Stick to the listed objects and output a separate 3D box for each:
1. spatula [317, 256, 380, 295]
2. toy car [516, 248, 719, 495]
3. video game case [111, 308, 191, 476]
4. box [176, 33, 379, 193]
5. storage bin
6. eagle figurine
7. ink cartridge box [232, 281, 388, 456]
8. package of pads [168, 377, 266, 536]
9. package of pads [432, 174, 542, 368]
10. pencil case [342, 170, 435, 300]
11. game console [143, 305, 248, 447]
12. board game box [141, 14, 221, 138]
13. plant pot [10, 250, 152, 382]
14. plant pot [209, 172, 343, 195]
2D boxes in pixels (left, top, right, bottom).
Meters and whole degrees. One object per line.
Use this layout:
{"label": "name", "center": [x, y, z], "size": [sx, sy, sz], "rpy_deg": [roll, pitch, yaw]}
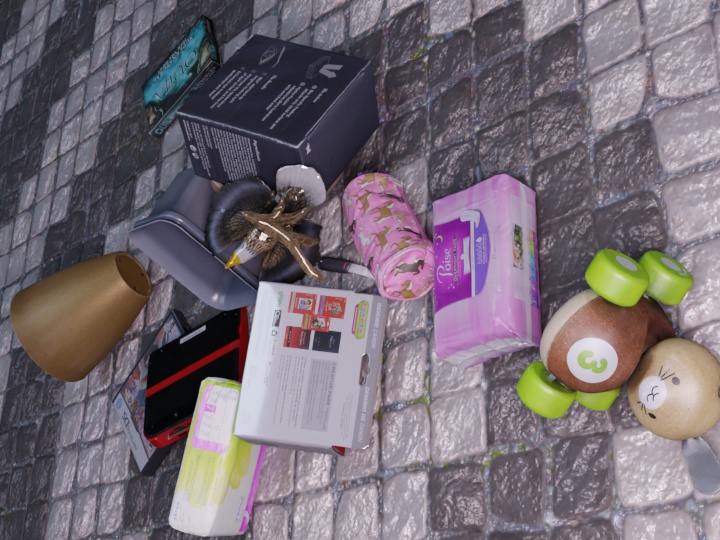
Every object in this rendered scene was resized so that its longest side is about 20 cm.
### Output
{"label": "spatula", "center": [0.000, 0.000, 1.416], "size": [0.199, 0.020, 0.057], "rpy_deg": [13, 77, 51]}
{"label": "toy car", "center": [0.275, 0.104, 0.973], "size": [0.200, 0.157, 0.165], "rpy_deg": [47, 121, 35]}
{"label": "video game case", "center": [-0.317, 0.192, 1.685], "size": [0.201, 0.025, 0.181], "rpy_deg": [-55, 41, 15]}
{"label": "box", "center": [-0.108, -0.206, 1.442], "size": [0.198, 0.118, 0.197], "rpy_deg": [18, 51, 25]}
{"label": "storage bin", "center": [-0.213, -0.059, 1.551], "size": [0.145, 0.200, 0.135], "rpy_deg": [-14, 45, 45]}
{"label": "eagle figurine", "center": [-0.123, -0.049, 1.380], "size": [0.200, 0.149, 0.154], "rpy_deg": [173, 88, -79]}
{"label": "ink cartridge box", "center": [-0.054, 0.128, 1.348], "size": [0.174, 0.084, 0.202], "rpy_deg": [6, 74, 13]}
{"label": "package of pads", "center": [-0.180, 0.249, 1.401], "size": [0.067, 0.155, 0.202], "rpy_deg": [9, 79, 15]}
{"label": "package of pads", "center": [0.142, 0.003, 1.212], "size": [0.120, 0.075, 0.202], "rpy_deg": [-21, 58, 40]}
{"label": "pencil case", "center": [0.037, -0.045, 1.329], "size": [0.201, 0.082, 0.087], "rpy_deg": [-113, 29, -51]}
{"label": "game console", "center": [-0.246, 0.159, 1.585], "size": [0.199, 0.031, 0.178], "rpy_deg": [-29, 42, 23]}
{"label": "board game box", "center": [-0.331, -0.356, 1.947], "size": [0.200, 0.028, 0.136], "rpy_deg": [-42, 45, 28]}
{"label": "plant pot", "center": [-0.460, 0.060, 1.808], "size": [0.199, 0.186, 0.187], "rpy_deg": [-34, 49, 17]}
{"label": "plant pot", "center": [-0.117, -0.134, 1.521], "size": [0.198, 0.093, 0.202], "rpy_deg": [-3, 44, 3]}
